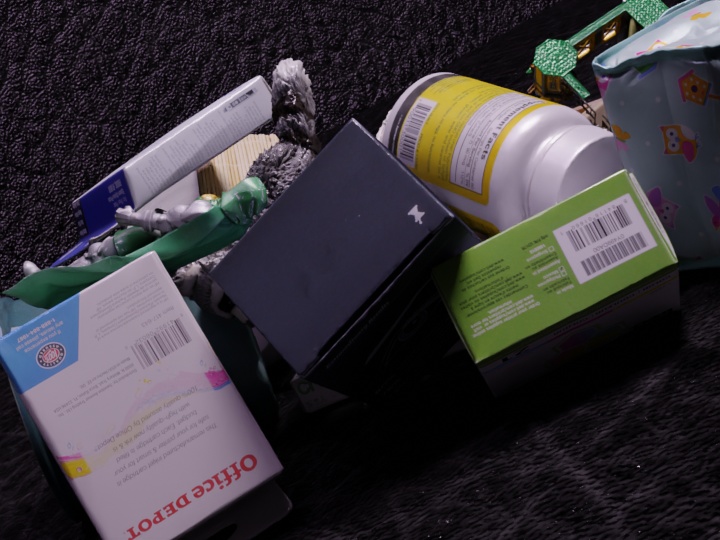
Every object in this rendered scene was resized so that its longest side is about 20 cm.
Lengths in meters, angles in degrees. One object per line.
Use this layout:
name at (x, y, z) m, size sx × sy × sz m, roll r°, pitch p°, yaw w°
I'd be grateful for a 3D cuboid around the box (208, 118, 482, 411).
box at (0.008, 0.004, 1.015) m, size 0.148 × 0.104 × 0.200 m, roll -46°, pitch -22°, yaw 3°

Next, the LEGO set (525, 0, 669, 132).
LEGO set at (0.240, -0.129, 1.215) m, size 0.154 × 0.200 × 0.116 m, roll -42°, pitch -24°, yaw -14°

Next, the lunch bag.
lunch bag at (0.275, -0.115, 1.048) m, size 0.121 × 0.172 × 0.200 m, roll -5°, pitch 23°, yaw 44°

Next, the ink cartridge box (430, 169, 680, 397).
ink cartridge box at (0.144, 0.027, 1.004) m, size 0.147 × 0.076 × 0.200 m, roll -27°, pitch -23°, yaw 4°

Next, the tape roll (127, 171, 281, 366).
tape roll at (-0.135, 0.001, 1.403) m, size 0.201 × 0.205 × 0.071 m, roll -23°, pitch -10°, yaw 23°

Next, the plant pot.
plant pot at (-0.183, 0.085, 1.227) m, size 0.194 × 0.202 × 0.200 m, roll -20°, pitch 10°, yaw -5°

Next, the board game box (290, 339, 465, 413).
board game box at (0.047, 0.048, 1.201) m, size 0.198 × 0.035 × 0.126 m, roll -24°, pitch 11°, yaw 22°

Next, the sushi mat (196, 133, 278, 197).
sushi mat at (-0.102, -0.076, 1.320) m, size 0.094 × 0.012 × 0.201 m, roll -3°, pitch 33°, yaw -10°

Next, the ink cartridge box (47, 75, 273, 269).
ink cartridge box at (-0.181, -0.080, 1.220) m, size 0.199 × 0.041 × 0.199 m, roll -38°, pitch 9°, yaw -24°

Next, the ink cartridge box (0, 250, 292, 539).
ink cartridge box at (-0.148, 0.114, 1.001) m, size 0.128 × 0.201 × 0.125 m, roll -29°, pitch -6°, yaw -13°

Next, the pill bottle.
pill bottle at (0.117, -0.080, 1.116) m, size 0.114 × 0.115 × 0.199 m, roll -32°, pitch 34°, yaw -25°

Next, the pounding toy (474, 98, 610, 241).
pounding toy at (0.145, -0.089, 1.316) m, size 0.183 × 0.143 × 0.200 m, roll -16°, pitch 16°, yaw 42°

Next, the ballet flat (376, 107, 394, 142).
ballet flat at (0.030, -0.053, 1.233) m, size 0.071 × 0.072 × 0.202 m, roll -19°, pitch 52°, yaw 37°

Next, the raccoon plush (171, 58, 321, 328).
raccoon plush at (-0.085, -0.054, 1.144) m, size 0.133 × 0.097 × 0.202 m, roll -17°, pitch 55°, yaw 18°

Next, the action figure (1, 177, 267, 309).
action figure at (-0.152, -0.021, 1.056) m, size 0.198 × 0.055 × 0.118 m, roll -21°, pitch -11°, yaw 20°

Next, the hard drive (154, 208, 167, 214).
hard drive at (-0.184, 0.049, 1.322) m, size 0.200 × 0.131 × 0.026 m, roll -51°, pitch 27°, yaw 23°
